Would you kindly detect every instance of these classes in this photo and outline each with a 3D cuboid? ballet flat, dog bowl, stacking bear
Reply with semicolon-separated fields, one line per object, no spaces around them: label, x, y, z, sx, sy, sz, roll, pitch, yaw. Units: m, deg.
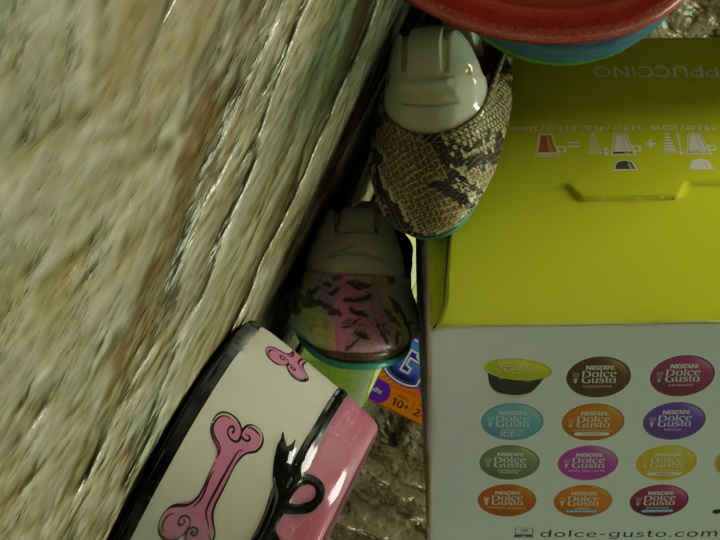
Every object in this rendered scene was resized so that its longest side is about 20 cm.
ballet flat;0.045;-0.110;0.790;0.075;0.068;0.200;77;27;-48
ballet flat;0.000;0.000;0.846;0.200;0.069;0.071;-64;161;-82
dog bowl;-0.059;0.127;0.717;0.200;0.074;0.201;25;90;-86
stacking bear;0.077;-0.136;0.670;0.200;0.113;0.122;-70;-175;-88

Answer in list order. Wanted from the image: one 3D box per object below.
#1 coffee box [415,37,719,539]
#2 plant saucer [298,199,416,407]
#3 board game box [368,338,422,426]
coffee box;0.130;0.013;0.862;0.198;0.199;0.200;88;2;-49
plant saucer;0.016;0.009;1.142;0.200;0.048;0.200;103;12;-71
board game box;0.130;0.085;1.976;0.200;0.200;0.200;-37;153;-82
